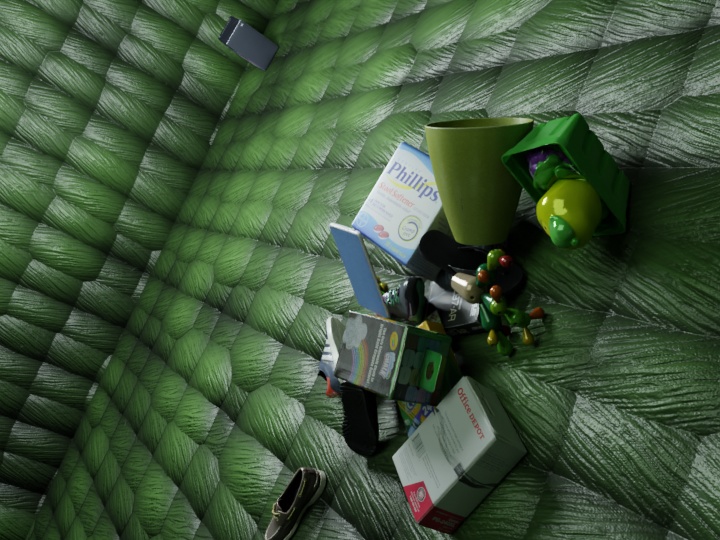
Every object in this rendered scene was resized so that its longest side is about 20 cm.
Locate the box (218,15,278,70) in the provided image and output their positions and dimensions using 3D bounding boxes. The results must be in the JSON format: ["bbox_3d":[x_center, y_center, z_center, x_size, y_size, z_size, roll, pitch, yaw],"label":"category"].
[{"bbox_3d":[-0.473,-0.954,3.188,0.124,0.198,0.198,-57,29,7],"label":"box"}]

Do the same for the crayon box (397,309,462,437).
[{"bbox_3d":[0.113,0.184,1.371,0.126,0.051,0.203,-42,50,32],"label":"crayon box"}]

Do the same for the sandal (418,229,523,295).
[{"bbox_3d":[0.192,-0.013,1.344,0.077,0.197,0.043,-61,-17,-19],"label":"sandal"}]

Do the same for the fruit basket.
[{"bbox_3d":[0.318,-0.112,1.183,0.154,0.214,0.219,-4,62,57],"label":"fruit basket"}]

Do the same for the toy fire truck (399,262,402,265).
[{"bbox_3d":[0.122,-0.109,1.611,0.176,0.127,0.202,-46,50,33],"label":"toy fire truck"}]

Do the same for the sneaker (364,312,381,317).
[{"bbox_3d":[-0.001,0.182,1.569,0.070,0.092,0.203,7,71,59],"label":"sneaker"}]

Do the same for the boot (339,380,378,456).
[{"bbox_3d":[0.028,0.237,1.485,0.075,0.203,0.168,10,36,26],"label":"boot"}]

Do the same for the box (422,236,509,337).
[{"bbox_3d":[0.197,0.023,1.431,0.159,0.043,0.203,-17,52,53],"label":"box"}]

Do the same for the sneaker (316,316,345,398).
[{"bbox_3d":[-0.063,0.192,1.681,0.084,0.074,0.202,-41,35,25],"label":"sneaker"}]

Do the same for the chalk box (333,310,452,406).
[{"bbox_3d":[0.071,0.154,1.299,0.198,0.123,0.127,13,87,48],"label":"chalk box"}]

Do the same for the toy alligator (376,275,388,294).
[{"bbox_3d":[0.035,0.062,1.660,0.200,0.058,0.055,-137,35,-58],"label":"toy alligator"}]

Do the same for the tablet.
[{"bbox_3d":[0.000,0.000,1.567,0.014,0.203,0.129,-30,26,-21],"label":"tablet"}]

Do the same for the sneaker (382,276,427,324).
[{"bbox_3d":[0.077,0.059,1.445,0.200,0.086,0.076,66,-144,-69],"label":"sneaker"}]

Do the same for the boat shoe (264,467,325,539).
[{"bbox_3d":[-0.149,0.492,1.586,0.201,0.059,0.072,-54,30,15],"label":"boat shoe"}]

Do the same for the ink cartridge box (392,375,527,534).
[{"bbox_3d":[0.156,0.297,1.226,0.201,0.083,0.146,-51,31,18],"label":"ink cartridge box"}]

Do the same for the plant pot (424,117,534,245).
[{"bbox_3d":[0.205,-0.153,1.311,0.187,0.184,0.204,26,122,61],"label":"plant pot"}]

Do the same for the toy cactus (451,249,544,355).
[{"bbox_3d":[0.218,0.039,1.260,0.102,0.202,0.164,-36,37,-17],"label":"toy cactus"}]

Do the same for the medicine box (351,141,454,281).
[{"bbox_3d":[0.111,-0.117,1.486,0.181,0.102,0.202,36,97,42],"label":"medicine box"}]
